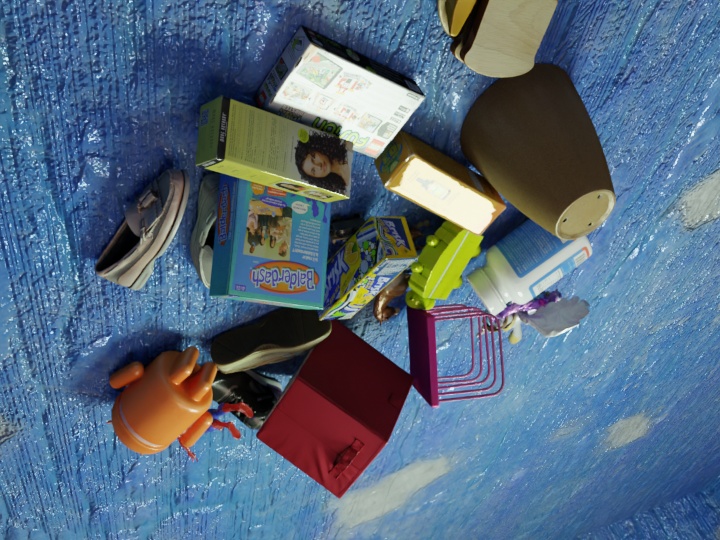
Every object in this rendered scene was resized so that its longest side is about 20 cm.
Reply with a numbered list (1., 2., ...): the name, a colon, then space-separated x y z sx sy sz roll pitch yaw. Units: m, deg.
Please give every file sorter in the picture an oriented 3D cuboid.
1. file sorter: 0.154 0.132 1.380 0.122 0.143 0.200 -4 -177 -6

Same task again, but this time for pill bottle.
1. pill bottle: 0.279 -0.015 1.392 0.198 0.113 0.112 -35 145 3

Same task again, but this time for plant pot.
1. plant pot: 0.261 -0.148 1.149 0.183 0.202 0.188 -16 143 -13

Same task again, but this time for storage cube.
1. storage cube: -0.041 0.228 1.383 0.172 0.178 0.201 -54 -179 35

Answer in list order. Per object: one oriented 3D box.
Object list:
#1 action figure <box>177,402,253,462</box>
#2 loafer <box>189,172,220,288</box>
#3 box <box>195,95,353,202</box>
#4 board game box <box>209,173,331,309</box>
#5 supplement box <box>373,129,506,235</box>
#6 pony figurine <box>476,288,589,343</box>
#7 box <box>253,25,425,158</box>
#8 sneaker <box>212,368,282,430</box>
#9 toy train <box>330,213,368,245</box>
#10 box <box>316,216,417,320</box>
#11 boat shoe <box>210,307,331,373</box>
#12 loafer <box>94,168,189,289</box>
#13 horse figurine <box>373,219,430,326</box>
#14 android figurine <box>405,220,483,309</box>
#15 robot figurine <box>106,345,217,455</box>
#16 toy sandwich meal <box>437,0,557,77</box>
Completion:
1. action figure: -0.250 0.267 1.383 0.197 0.066 0.100 -5 129 39
2. loafer: -0.189 -0.038 1.101 0.068 0.071 0.202 -11 142 -19
3. box: -0.097 -0.139 0.983 0.197 0.077 0.050 11 169 -40
4. board game box: -0.107 -0.060 1.033 0.150 0.205 0.044 11 170 -41
5. supplement box: 0.114 -0.122 1.174 0.198 0.070 0.067 22 123 -38
6. pony figurine: 0.307 0.065 1.510 0.192 0.168 0.199 -37 162 17
7. box: -0.023 -0.213 1.020 0.198 0.035 0.110 13 129 -43
8. sneaker: -0.193 0.222 1.414 0.076 0.089 0.198 -41 142 21
9. toy train: -0.076 -0.046 1.198 0.196 0.035 0.046 -11 146 -21
10. box: 0.000 0.000 1.236 0.063 0.071 0.200 -1 152 -36
11. boat shoe: -0.141 0.116 1.333 0.197 0.074 0.063 -20 152 -5
12. loafer: -0.275 -0.049 1.036 0.062 0.073 0.201 11 134 -32
13. horse figurine: 0.066 -0.005 1.333 0.131 0.050 0.201 -28 148 -10
14. android figurine: 0.133 -0.017 1.306 0.184 0.041 0.199 -60 156 11
15. robot figurine: -0.311 0.205 1.293 0.200 0.118 0.143 -42 145 19
16. toy sandwich meal: 0.177 -0.325 0.979 0.201 0.071 0.207 -18 144 -13
